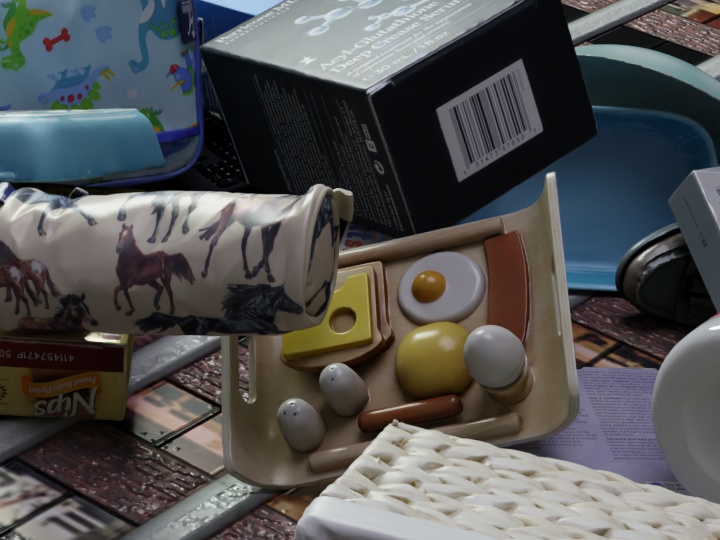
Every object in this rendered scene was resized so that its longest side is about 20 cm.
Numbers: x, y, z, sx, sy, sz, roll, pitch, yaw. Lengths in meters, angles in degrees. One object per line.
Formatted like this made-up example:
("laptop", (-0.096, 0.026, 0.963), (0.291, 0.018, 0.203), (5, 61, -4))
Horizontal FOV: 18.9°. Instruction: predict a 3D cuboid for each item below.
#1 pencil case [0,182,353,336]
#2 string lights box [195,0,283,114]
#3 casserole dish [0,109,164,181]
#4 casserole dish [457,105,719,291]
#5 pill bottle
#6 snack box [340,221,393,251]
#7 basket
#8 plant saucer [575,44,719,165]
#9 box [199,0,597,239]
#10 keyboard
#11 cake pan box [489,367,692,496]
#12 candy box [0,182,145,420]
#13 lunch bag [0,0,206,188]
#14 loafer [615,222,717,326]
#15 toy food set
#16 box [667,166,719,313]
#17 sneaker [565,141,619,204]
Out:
("pencil case", (-0.104, -0.009, 1.176), (0.199, 0.078, 0.090), (0, 57, 15))
("string lights box", (-0.079, -0.160, 1.529), (0.199, 0.103, 0.059), (19, 48, 24))
("casserole dish", (-0.196, -0.077, 1.314), (0.120, 0.039, 0.200), (0, 6, 17))
("casserole dish", (0.146, -0.049, 1.444), (0.199, 0.122, 0.039), (2, 5, -7))
("pill bottle", (0.249, 0.051, 1.165), (0.112, 0.113, 0.200), (23, 30, 29))
("snack box", (0.000, 0.000, 1.351), (0.024, 0.072, 0.200), (8, 27, 5))
("basket", (0.073, 0.166, 0.989), (0.199, 0.136, 0.123), (14, 24, 14))
("plant saucer", (0.201, -0.108, 1.496), (0.200, 0.201, 0.039), (17, 71, 18))
("box", (0.021, -0.112, 1.347), (0.148, 0.107, 0.200), (-32, 28, -24))
("keyboard", (-0.122, -0.113, 1.576), (0.104, 0.040, 0.200), (-15, 36, -35))
("cake pan box", (0.164, 0.118, 1.189), (0.199, 0.053, 0.184), (1, 30, -11))
("candy box", (-0.191, 0.014, 1.297), (0.115, 0.056, 0.200), (4, 29, -4))
("lunch bag", (-0.204, -0.126, 1.449), (0.199, 0.162, 0.082), (-8, 20, -22))
("loafer", (0.264, 0.004, 1.414), (0.199, 0.072, 0.063), (-4, 35, -25))
("toy food set", (0.019, 0.030, 1.185), (0.199, 0.060, 0.144), (-12, 58, 13))
("box", (0.312, -0.001, 1.380), (0.199, 0.041, 0.157), (-10, 65, -26))
("sneaker", (0.098, -0.081, 1.520), (0.199, 0.081, 0.074), (16, 28, 16))
